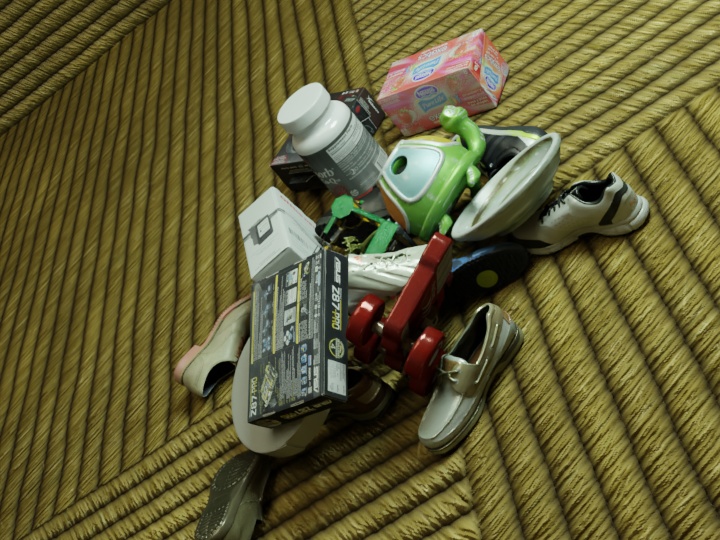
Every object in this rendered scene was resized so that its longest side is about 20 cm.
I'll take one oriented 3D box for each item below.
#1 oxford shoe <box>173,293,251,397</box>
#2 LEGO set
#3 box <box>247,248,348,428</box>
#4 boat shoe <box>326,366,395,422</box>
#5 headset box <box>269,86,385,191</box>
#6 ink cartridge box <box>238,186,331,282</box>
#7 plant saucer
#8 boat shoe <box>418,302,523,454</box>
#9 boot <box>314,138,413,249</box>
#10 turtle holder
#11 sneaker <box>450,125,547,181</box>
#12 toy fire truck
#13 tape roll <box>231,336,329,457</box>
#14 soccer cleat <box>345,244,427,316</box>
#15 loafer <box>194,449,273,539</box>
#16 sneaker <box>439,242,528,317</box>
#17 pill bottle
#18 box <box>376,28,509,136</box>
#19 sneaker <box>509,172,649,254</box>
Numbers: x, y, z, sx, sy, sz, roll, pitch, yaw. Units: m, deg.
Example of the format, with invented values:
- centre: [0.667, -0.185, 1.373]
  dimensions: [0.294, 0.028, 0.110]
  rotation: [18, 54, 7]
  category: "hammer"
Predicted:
- centre: [-0.210, 0.124, 1.807]
  dimensions: [0.074, 0.071, 0.200]
  rotation: [33, 77, 32]
  category: "oxford shoe"
- centre: [0.000, 0.000, 1.641]
  dimensions: [0.153, 0.116, 0.202]
  rotation: [14, 75, 32]
  category: "LEGO set"
- centre: [-0.083, 0.091, 1.455]
  dimensions: [0.161, 0.049, 0.202]
  rotation: [-24, 57, 41]
  category: "box"
- centre: [-0.041, 0.162, 1.539]
  dimensions: [0.199, 0.074, 0.076]
  rotation: [-8, 45, 44]
  category: "boat shoe"
- centre: [-0.065, -0.232, 2.039]
  dimensions: [0.148, 0.075, 0.201]
  rotation: [-1, 51, 48]
  category: "headset box"
- centre: [-0.110, -0.022, 1.770]
  dimensions: [0.083, 0.145, 0.201]
  rotation: [-40, 31, 12]
  category: "ink cartridge box"
- centre: [0.211, -0.101, 1.521]
  dimensions: [0.200, 0.050, 0.200]
  rotation: [-46, 8, 8]
  category: "plant saucer"
- centre: [0.126, 0.131, 1.390]
  dimensions: [0.074, 0.068, 0.201]
  rotation: [9, 60, 50]
  category: "boat shoe"
- centre: [0.033, -0.122, 1.787]
  dimensions: [0.209, 0.080, 0.159]
  rotation: [-8, 52, 29]
  category: "boot"
- centre: [0.106, -0.141, 1.614]
  dimensions: [0.187, 0.131, 0.141]
  rotation: [-63, -10, 23]
  category: "turtle holder"
- centre: [0.197, -0.168, 1.668]
  dimensions: [0.199, 0.072, 0.083]
  rotation: [-2, 52, 48]
  category: "sneaker"
- centre: [0.073, 0.054, 1.424]
  dimensions: [0.112, 0.200, 0.169]
  rotation: [28, 76, 15]
  category: "toy fire truck"
- centre: [-0.106, 0.154, 1.524]
  dimensions: [0.202, 0.037, 0.205]
  rotation: [-24, 57, 43]
  category: "tape roll"
- centre: [0.020, 0.003, 1.514]
  dimensions: [0.199, 0.078, 0.069]
  rotation: [-25, 18, 7]
  category: "soccer cleat"
- centre: [-0.166, 0.317, 1.510]
  dimensions: [0.076, 0.068, 0.200]
  rotation: [-21, 22, 27]
  category: "loafer"
- centre: [0.139, 0.002, 1.536]
  dimensions: [0.199, 0.066, 0.079]
  rotation: [-29, 31, 23]
  category: "sneaker"
- centre: [-0.043, -0.211, 1.869]
  dimensions: [0.115, 0.200, 0.116]
  rotation: [-29, 33, 21]
  category: "pill bottle"
- centre: [0.139, -0.316, 1.888]
  dimensions: [0.199, 0.095, 0.103]
  rotation: [-13, 43, 40]
  category: "box"
- centre: [0.276, -0.080, 1.465]
  dimensions: [0.199, 0.080, 0.074]
  rotation: [-18, 41, 38]
  category: "sneaker"
